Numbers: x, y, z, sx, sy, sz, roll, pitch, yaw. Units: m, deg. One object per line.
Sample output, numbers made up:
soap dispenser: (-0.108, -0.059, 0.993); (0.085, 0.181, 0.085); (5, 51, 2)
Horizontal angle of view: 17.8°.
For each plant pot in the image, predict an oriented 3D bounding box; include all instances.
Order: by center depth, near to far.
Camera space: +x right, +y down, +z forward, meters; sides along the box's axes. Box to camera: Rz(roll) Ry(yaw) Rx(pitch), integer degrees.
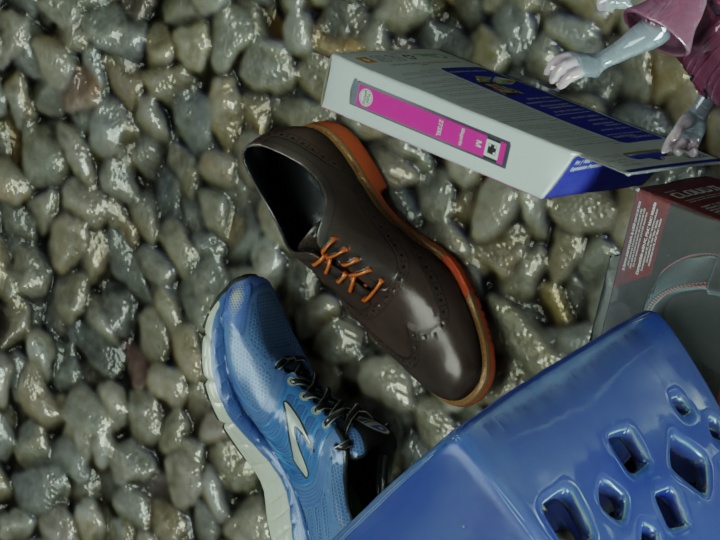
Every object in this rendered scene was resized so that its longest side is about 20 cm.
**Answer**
plant pot: (0.090, 0.164, 1.087); (0.180, 0.200, 0.200); (52, 126, 10)

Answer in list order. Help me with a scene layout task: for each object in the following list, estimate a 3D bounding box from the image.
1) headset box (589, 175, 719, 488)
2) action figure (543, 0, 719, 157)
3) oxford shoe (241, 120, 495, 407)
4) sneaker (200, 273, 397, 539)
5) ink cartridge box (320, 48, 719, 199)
headset box: (0.203, 0.049, 1.142); (0.200, 0.075, 0.149); (25, 112, 34)
action figure: (0.185, -0.102, 1.079); (0.149, 0.134, 0.200); (-42, 74, 19)
oxford shoe: (0.000, 0.000, 1.305); (0.200, 0.073, 0.071); (51, 123, 22)
sneaker: (-0.023, 0.091, 1.344); (0.089, 0.079, 0.200); (-26, 87, 31)
ink cartridge box: (0.083, -0.074, 1.213); (0.200, 0.095, 0.037); (23, 110, 35)
